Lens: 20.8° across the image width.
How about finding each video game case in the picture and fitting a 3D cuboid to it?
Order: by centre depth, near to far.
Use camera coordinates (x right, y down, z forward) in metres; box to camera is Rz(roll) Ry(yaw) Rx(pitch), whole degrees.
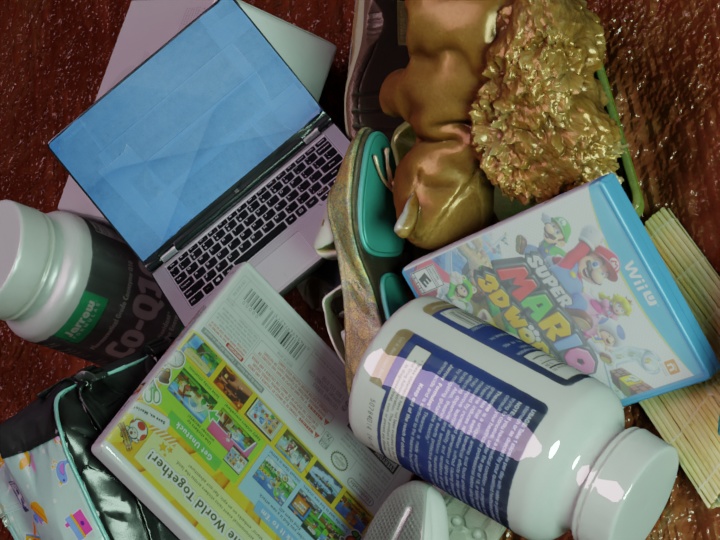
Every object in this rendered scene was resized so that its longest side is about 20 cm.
[{"bbox_3d":[0.127,0.030,1.288,0.200,0.018,0.144,-25,97,48],"label":"video game case"},{"bbox_3d":[-0.065,0.125,1.361,0.023,0.200,0.182,-21,26,53],"label":"video game case"}]

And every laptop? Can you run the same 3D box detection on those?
[{"bbox_3d":[-0.107,-0.074,1.478,0.187,0.116,0.200,-40,39,1],"label":"laptop"}]

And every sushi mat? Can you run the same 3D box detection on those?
[{"bbox_3d":[0.212,0.052,1.270,0.096,0.012,0.200,-52,41,22],"label":"sushi mat"}]

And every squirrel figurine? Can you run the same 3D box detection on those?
[{"bbox_3d":[0.084,-0.100,1.323,0.200,0.141,0.188,17,92,54],"label":"squirrel figurine"}]

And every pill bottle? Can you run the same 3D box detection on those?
[{"bbox_3d":[0.100,0.105,1.265,0.199,0.111,0.111,28,94,28],"label":"pill bottle"},{"bbox_3d":[-0.231,0.017,1.652,0.113,0.199,0.114,-24,56,41],"label":"pill bottle"}]

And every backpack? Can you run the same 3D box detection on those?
[{"bbox_3d":[-0.155,0.170,1.393,0.153,0.175,0.201,-35,82,40],"label":"backpack"}]

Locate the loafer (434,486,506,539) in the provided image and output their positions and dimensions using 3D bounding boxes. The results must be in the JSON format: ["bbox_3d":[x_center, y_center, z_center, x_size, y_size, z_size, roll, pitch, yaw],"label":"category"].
[{"bbox_3d":[0.036,0.211,1.367,0.200,0.070,0.070,-47,7,23],"label":"loafer"}]

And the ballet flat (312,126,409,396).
[{"bbox_3d":[0.000,0.000,1.390,0.071,0.070,0.201,-19,77,43],"label":"ballet flat"}]

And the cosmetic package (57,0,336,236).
[{"bbox_3d":[-0.140,-0.118,1.650,0.200,0.122,0.200,12,82,64],"label":"cosmetic package"}]

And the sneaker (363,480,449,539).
[{"bbox_3d":[0.045,0.239,1.299,0.070,0.080,0.202,0,89,56],"label":"sneaker"}]

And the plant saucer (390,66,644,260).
[{"bbox_3d":[0.119,-0.066,1.408,0.200,0.048,0.201,-36,48,32],"label":"plant saucer"}]

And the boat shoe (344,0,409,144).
[{"bbox_3d":[0.019,-0.161,1.567,0.076,0.071,0.201,140,140,-66],"label":"boat shoe"}]

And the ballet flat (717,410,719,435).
[{"bbox_3d":[0.264,0.014,1.186,0.067,0.062,0.201,87,-164,-75],"label":"ballet flat"}]

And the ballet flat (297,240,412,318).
[{"bbox_3d":[-0.020,0.001,1.513,0.200,0.073,0.073,15,84,65],"label":"ballet flat"}]
